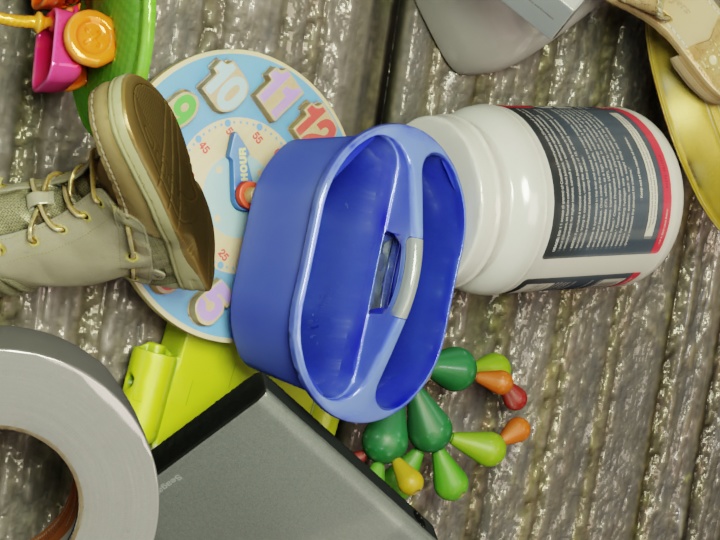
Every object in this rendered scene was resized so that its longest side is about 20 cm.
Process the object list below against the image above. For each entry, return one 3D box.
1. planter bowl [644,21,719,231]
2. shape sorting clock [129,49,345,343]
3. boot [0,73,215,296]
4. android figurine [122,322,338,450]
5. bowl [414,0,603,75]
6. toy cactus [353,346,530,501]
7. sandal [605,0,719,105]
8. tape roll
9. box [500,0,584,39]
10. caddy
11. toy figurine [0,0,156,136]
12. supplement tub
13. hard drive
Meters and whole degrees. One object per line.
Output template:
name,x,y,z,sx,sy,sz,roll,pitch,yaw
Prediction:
planter bowl,0.299,-0.134,1.348,0.200,0.083,0.201,47,33,-44
shape sorting clock,-0.082,-0.050,1.161,0.200,0.039,0.200,2,87,-39
boot,-0.177,-0.042,1.016,0.200,0.155,0.072,76,12,-62
android figurine,-0.095,0.107,1.214,0.182,0.041,0.200,18,89,-38
bowl,0.125,-0.262,1.264,0.200,0.075,0.200,-38,119,-24
toy cactus,0.041,0.097,1.280,0.200,0.102,0.165,-35,115,-29
sandal,0.224,-0.208,1.220,0.212,0.070,0.078,45,65,-15
tape roll,-0.228,0.137,1.063,0.200,0.066,0.200,-3,104,-13
box,0.124,-0.272,1.162,0.156,0.041,0.200,39,58,0
caddy,0.000,0.000,1.143,0.141,0.105,0.200,14,87,-45
toy figurine,-0.232,-0.180,1.003,0.184,0.150,0.200,1,80,-27
supplement tub,0.127,-0.053,1.273,0.200,0.140,0.140,-3,103,-36
hard drive,-0.059,0.169,1.178,0.140,0.033,0.200,-37,124,12
